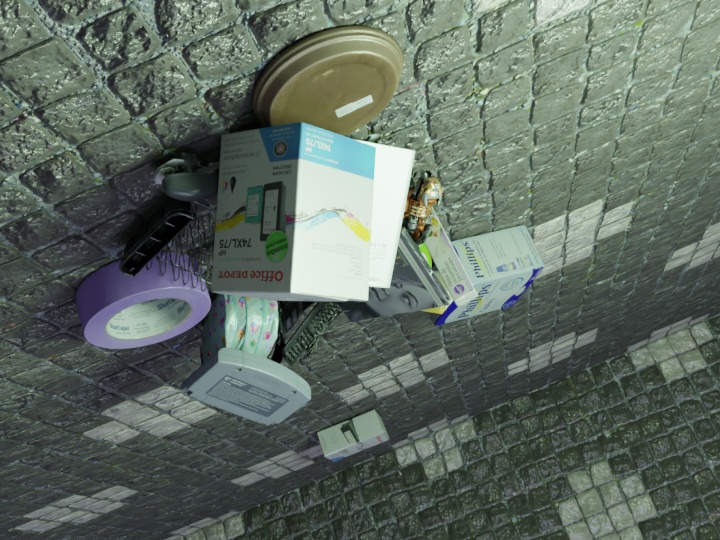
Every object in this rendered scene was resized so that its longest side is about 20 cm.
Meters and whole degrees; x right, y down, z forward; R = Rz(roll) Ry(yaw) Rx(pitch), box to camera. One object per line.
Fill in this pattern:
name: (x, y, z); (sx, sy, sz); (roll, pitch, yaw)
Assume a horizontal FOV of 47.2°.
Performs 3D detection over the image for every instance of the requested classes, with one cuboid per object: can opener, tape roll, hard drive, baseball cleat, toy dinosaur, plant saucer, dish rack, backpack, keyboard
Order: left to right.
tape roll: (-0.340, 0.050, 1.296); (0.199, 0.066, 0.200); (-19, 157, -8)
dish rack: (-0.226, -0.028, 1.189); (0.199, 0.055, 0.153); (24, 132, -39)
can opener: (-0.176, -0.110, 1.081); (0.199, 0.067, 0.053); (2, 148, -44)
backpack: (-0.212, 0.118, 1.454); (0.126, 0.168, 0.200); (0, 144, -31)
baseball cleat: (-0.131, 0.049, 1.497); (0.200, 0.070, 0.106); (-41, 147, 17)
keyboard: (-0.068, 0.088, 1.479); (0.200, 0.021, 0.127); (-52, 163, -13)
plant saucer: (-0.036, -0.220, 1.017); (0.199, 0.030, 0.200); (-19, 157, -9)
hard drive: (0.000, -0.080, 1.160); (0.131, 0.202, 0.026); (5, -170, -29)
toy dinosaur: (0.057, -0.083, 1.253); (0.102, 0.136, 0.200); (8, 135, -46)

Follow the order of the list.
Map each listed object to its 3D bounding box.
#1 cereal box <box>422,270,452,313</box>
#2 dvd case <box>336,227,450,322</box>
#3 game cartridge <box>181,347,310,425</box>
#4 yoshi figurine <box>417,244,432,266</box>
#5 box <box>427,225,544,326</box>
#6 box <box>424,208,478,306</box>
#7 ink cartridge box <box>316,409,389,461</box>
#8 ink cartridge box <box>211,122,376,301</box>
cereal box: (0.098, 0.031, 1.478); (0.143, 0.040, 0.200); (8, -169, 16)
dvd case: (0.024, 0.013, 1.291); (0.199, 0.016, 0.149); (-13, 124, 37)
game cartridge: (-0.190, 0.201, 1.424); (0.199, 0.041, 0.133); (29, 131, -33)
yoshi figurine: (0.070, -0.052, 1.438); (0.111, 0.113, 0.200); (14, -175, 20)
box: (0.241, 0.012, 1.683); (0.198, 0.106, 0.184); (-13, 155, -20)
box: (0.129, -0.039, 1.343); (0.038, 0.201, 0.041); (-28, 159, 9)
ink cartridge box: (-0.021, 0.525, 2.612); (0.199, 0.085, 0.145); (-22, 158, 2)
ink cartridge box: (-0.083, -0.065, 1.037); (0.146, 0.202, 0.145); (-1, 174, 39)
